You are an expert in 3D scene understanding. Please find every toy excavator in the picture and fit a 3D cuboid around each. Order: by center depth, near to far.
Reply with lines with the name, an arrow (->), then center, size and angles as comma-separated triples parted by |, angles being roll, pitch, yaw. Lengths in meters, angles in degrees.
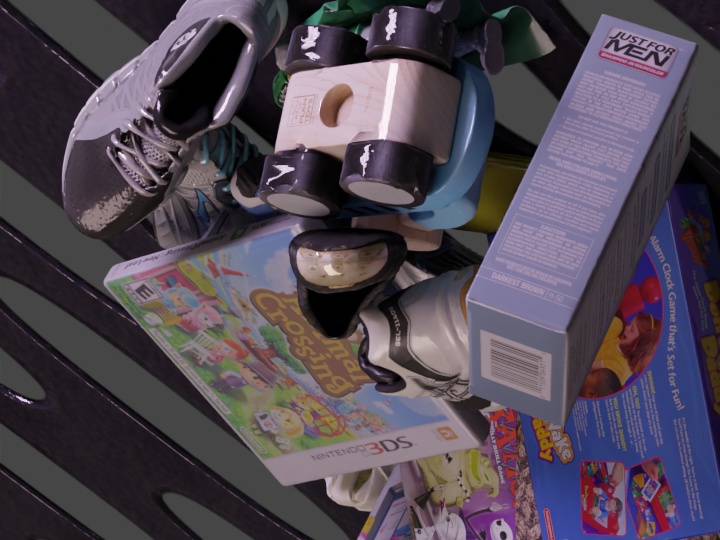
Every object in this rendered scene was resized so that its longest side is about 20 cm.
toy excavator -> 0.025, -0.058, 1.589 | 0.194, 0.101, 0.199 | -5, 158, 45

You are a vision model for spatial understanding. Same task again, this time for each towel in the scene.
towel -> 0.059, -0.053, 1.738 | 0.199, 0.018, 0.086 | 11, 151, 28

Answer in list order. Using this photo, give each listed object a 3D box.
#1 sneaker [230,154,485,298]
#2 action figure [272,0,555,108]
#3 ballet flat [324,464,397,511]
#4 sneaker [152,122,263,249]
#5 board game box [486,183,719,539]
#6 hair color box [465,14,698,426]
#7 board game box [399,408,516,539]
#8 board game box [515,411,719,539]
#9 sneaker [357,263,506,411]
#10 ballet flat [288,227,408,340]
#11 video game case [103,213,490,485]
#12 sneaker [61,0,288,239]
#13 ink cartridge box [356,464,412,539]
sneaker -> 0.000, 0.000, 1.757 | 0.199, 0.076, 0.077 | 33, 118, -9
action figure -> 0.007, -0.123, 1.630 | 0.118, 0.055, 0.200 | 27, 160, -27
ballet flat -> -0.013, 0.131, 2.039 | 0.069, 0.070, 0.200 | 1, 141, 40
sneaker -> -0.089, -0.070, 1.793 | 0.086, 0.078, 0.200 | 15, 158, 12
board game box -> 0.155, 0.062, 1.645 | 0.134, 0.202, 0.045 | -15, 172, 39
hair color box -> 0.121, -0.028, 1.528 | 0.060, 0.201, 0.099 | 19, 150, 15
board game box -> 0.071, 0.108, 1.846 | 0.119, 0.032, 0.202 | -7, 96, 41
board game box -> 0.184, 0.131, 1.716 | 0.159, 0.202, 0.097 | 2, -177, 39
sneaker -> 0.042, 0.042, 1.658 | 0.087, 0.076, 0.200 | -13, 164, 4
ballet flat -> -0.006, 0.006, 1.592 | 0.066, 0.057, 0.200 | 1, 176, 1
video game case -> -0.041, 0.054, 1.781 | 0.181, 0.022, 0.200 | -15, 125, 42
sneaker -> -0.120, -0.087, 1.644 | 0.075, 0.116, 0.200 | 33, 111, -9
ink cartridge box -> 0.067, 0.229, 1.987 | 0.145, 0.201, 0.087 | 38, 153, -19
